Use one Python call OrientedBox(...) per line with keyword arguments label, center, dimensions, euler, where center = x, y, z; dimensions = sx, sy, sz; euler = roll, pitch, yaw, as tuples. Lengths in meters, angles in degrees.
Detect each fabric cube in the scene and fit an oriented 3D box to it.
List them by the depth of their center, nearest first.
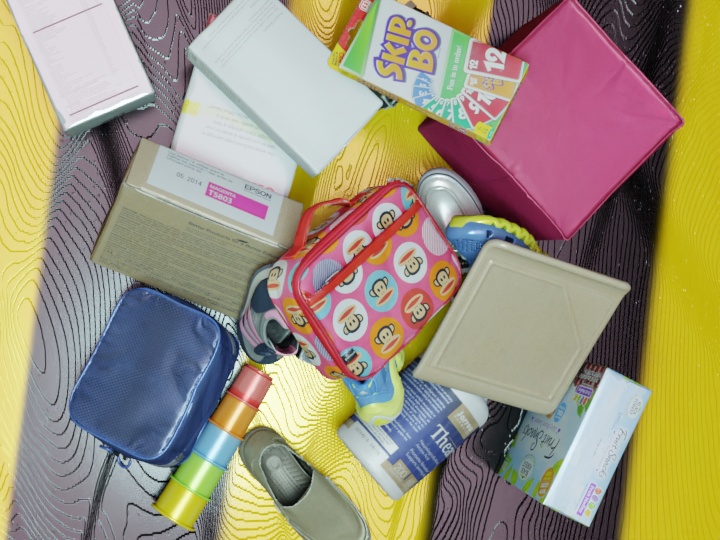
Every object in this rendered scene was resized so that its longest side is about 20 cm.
OrientedBox(label="fabric cube", center=(0.214, -0.166, 1.641), dimensions=(0.196, 0.199, 0.200), euler=(-44, 96, -6))

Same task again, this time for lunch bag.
OrientedBox(label="lunch bag", center=(0.000, 0.000, 1.518), dimensions=(0.200, 0.082, 0.177), euler=(-43, 111, -28))
OrientedBox(label="lunch bag", center=(-0.230, 0.131, 1.614), dimensions=(0.135, 0.132, 0.201), euler=(27, 85, 13))

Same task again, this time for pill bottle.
OrientedBox(label="pill bottle", center=(0.079, 0.165, 1.671), dimensions=(0.200, 0.111, 0.111), euler=(-41, 96, -5))

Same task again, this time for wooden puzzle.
OrientedBox(label="wooden puzzle", center=(0.176, 0.063, 1.578), dimensions=(0.184, 0.037, 0.201), euler=(17, 119, -23))

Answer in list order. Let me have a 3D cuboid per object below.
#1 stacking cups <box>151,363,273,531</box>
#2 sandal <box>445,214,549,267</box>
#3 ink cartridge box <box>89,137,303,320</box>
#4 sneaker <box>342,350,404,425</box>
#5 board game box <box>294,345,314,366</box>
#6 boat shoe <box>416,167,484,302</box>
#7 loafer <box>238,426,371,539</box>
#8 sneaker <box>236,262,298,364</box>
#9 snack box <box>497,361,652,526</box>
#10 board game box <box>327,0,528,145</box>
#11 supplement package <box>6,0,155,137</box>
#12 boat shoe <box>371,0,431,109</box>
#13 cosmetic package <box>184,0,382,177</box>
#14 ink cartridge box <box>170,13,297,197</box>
OrientedBox(label="stacking cups", center=(-0.167, 0.205, 1.670), dimensions=(0.060, 0.060, 0.201), euler=(33, 81, -8))
OrientedBox(label="sandal", center=(0.165, 0.004, 1.591), dimensions=(0.200, 0.079, 0.087), euler=(35, 71, -35))
OrientedBox(label="ink cartridge box", center=(-0.184, -0.042, 1.594), dimensions=(0.199, 0.165, 0.075), euler=(23, 51, -12))
OrientedBox(label="sneaker", center=(0.007, 0.071, 1.624), dimensions=(0.075, 0.105, 0.201), euler=(-18, 56, 9))
OrientedBox(label="board game box", center=(-0.026, 0.011, 1.641), dimensions=(0.028, 0.135, 0.201), euler=(25, 87, -7))
OrientedBox(label="boat shoe", center=(0.113, -0.019, 1.632), dimensions=(0.071, 0.070, 0.201), euler=(-12, 112, 15))
OrientedBox(label="loafer", center=(-0.065, 0.269, 1.674), dimensions=(0.200, 0.068, 0.076), euler=(44, 85, -7))
OrientedBox(label="sneaker", center=(-0.098, 0.072, 1.599), dimensions=(0.070, 0.200, 0.082), euler=(-10, 62, -12))
OrientedBox(label="snack box", center=(0.244, 0.191, 1.651), dimensions=(0.067, 0.200, 0.169), euler=(26, 88, -8))
OrientedBox(label="board game box", center=(0.070, -0.219, 1.523), dimensions=(0.199, 0.030, 0.096), euler=(26, 81, 10))
OrientedBox(label="supplement package", center=(-0.321, -0.267, 1.605), dimensions=(0.113, 0.110, 0.201), euler=(-23, 95, -7))
OrientedBox(label="boat shoe", center=(0.026, -0.221, 1.676), dimensions=(0.067, 0.072, 0.200), euler=(36, 84, -3))
OrientedBox(label="cosmetic package", center=(-0.084, -0.210, 1.572), dimensions=(0.113, 0.081, 0.200), euler=(-45, 98, -5))
OrientedBox(label="ink cartridge box", center=(-0.135, -0.175, 1.647), dimensions=(0.144, 0.083, 0.201), euler=(17, 88, -8))
